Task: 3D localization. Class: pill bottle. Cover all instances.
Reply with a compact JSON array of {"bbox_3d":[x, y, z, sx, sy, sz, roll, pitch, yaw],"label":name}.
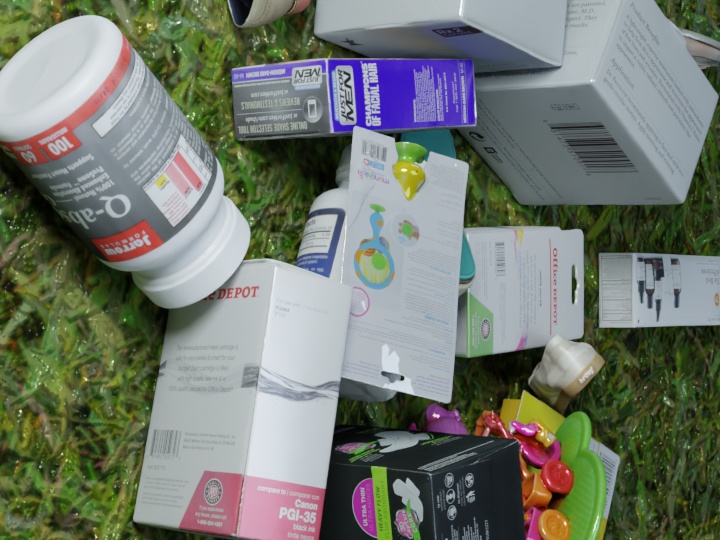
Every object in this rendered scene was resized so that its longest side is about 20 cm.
[{"bbox_3d":[-0.169,-0.073,1.175,0.201,0.115,0.117,53,52,-35],"label":"pill bottle"},{"bbox_3d":[0.000,0.000,1.383,0.111,0.110,0.202,32,66,-45],"label":"pill bottle"}]

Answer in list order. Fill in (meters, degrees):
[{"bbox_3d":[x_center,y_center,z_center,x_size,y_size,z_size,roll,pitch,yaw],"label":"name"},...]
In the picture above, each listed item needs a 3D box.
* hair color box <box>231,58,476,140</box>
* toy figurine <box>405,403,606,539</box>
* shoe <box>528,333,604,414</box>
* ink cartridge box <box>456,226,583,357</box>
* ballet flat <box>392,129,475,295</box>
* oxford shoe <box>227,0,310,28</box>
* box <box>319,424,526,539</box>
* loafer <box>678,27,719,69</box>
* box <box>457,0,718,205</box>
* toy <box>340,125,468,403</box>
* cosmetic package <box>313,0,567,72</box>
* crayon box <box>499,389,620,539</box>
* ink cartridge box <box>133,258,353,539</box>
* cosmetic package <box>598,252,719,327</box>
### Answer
[{"bbox_3d":[-0.002,-0.145,1.382,0.199,0.108,0.066,-11,98,-50],"label":"hair color box"},{"bbox_3d":[0.110,0.181,1.489,0.182,0.150,0.201,24,48,-13],"label":"toy figurine"},{"bbox_3d":[0.201,0.096,1.615,0.070,0.053,0.200,-51,173,-7],"label":"shoe"},{"bbox_3d":[0.137,0.017,1.582,0.199,0.067,0.119,-3,94,-50],"label":"ink cartridge box"},{"bbox_3d":[0.056,-0.056,1.480,0.069,0.069,0.202,32,41,-45],"label":"ballet flat"},{"bbox_3d":[-0.095,-0.292,1.302,0.075,0.070,0.202,-34,114,-39],"label":"oxford shoe"},{"bbox_3d":[0.022,0.215,1.339,0.124,0.198,0.151,-11,99,-48],"label":"box"},{"bbox_3d":[0.334,-0.245,1.831,0.199,0.072,0.064,8,101,-44],"label":"loafer"},{"bbox_3d":[0.202,-0.169,1.559,0.199,0.198,0.132,44,60,-40],"label":"box"},{"bbox_3d":[0.024,-0.002,1.303,0.114,0.047,0.203,16,73,-30],"label":"toy"},{"bbox_3d":[0.077,-0.288,1.435,0.164,0.163,0.203,12,82,-50],"label":"cosmetic package"},{"bbox_3d":[0.184,0.211,1.652,0.200,0.050,0.128,37,62,-45],"label":"crayon box"},{"bbox_3d":[-0.088,0.101,1.239,0.082,0.146,0.203,16,78,-36],"label":"ink cartridge box"},{"bbox_3d":[0.340,0.023,1.840,0.199,0.050,0.084,0,91,-50],"label":"cosmetic package"}]
